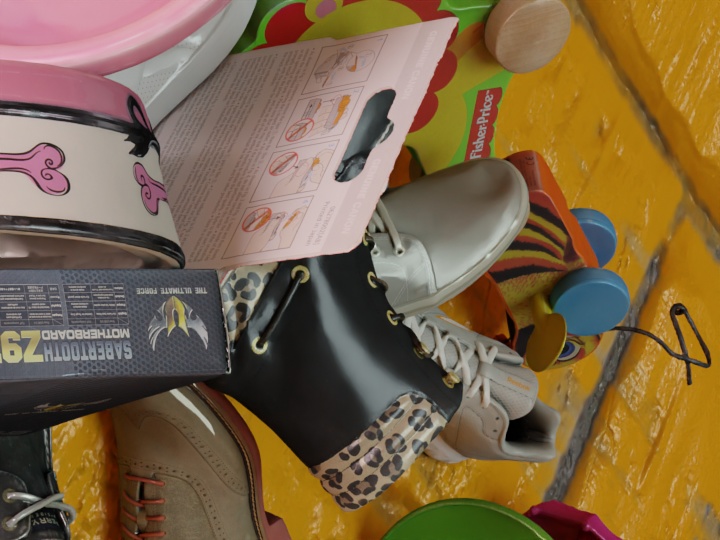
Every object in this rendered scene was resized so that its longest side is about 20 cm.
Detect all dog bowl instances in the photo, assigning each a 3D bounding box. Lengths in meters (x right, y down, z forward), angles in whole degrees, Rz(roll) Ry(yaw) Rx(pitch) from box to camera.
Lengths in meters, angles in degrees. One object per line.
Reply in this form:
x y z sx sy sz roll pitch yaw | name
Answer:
-0.172 -0.037 1.100 0.200 0.199 0.074 12 75 -53 | dog bowl

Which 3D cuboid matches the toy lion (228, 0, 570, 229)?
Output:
0.006 -0.089 1.395 0.190 0.069 0.201 -12 134 -24 | toy lion

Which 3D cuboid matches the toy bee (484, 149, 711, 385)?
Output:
0.111 0.022 1.561 0.200 0.108 0.131 54 21 -19 | toy bee

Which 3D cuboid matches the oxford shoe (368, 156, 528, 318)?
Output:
-0.002 -0.010 1.365 0.199 0.075 0.058 -24 139 -10 | oxford shoe

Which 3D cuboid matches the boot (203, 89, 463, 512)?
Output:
-0.001 0.001 1.306 0.154 0.073 0.204 45 70 -16 | boot

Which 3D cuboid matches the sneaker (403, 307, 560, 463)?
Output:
0.050 0.050 1.492 0.200 0.091 0.076 40 64 -49 | sneaker

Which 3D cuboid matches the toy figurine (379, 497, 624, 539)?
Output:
0.095 0.216 1.574 0.184 0.150 0.201 -13 128 -61 | toy figurine

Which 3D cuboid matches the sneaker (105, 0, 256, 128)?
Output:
-0.122 -0.131 1.245 0.200 0.073 0.116 -57 137 -33 | sneaker

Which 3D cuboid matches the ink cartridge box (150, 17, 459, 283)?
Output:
-0.054 -0.037 1.222 0.050 0.199 0.162 60 38 -35 | ink cartridge box

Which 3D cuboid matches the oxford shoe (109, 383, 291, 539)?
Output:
-0.092 0.114 1.334 0.075 0.070 0.201 -47 129 -29 | oxford shoe

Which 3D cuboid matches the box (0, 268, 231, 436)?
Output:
-0.178 0.037 1.096 0.199 0.157 0.051 -1 78 -43 | box

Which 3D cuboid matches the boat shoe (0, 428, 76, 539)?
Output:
-0.164 0.121 1.232 0.072 0.071 0.202 6 88 -52 | boat shoe

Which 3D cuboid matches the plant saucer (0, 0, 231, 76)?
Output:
-0.129 -0.160 1.144 0.051 0.199 0.201 80 34 -61 | plant saucer
